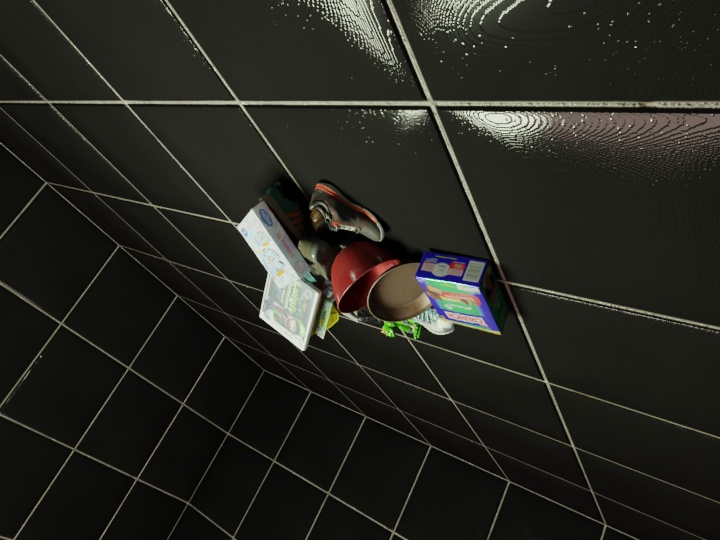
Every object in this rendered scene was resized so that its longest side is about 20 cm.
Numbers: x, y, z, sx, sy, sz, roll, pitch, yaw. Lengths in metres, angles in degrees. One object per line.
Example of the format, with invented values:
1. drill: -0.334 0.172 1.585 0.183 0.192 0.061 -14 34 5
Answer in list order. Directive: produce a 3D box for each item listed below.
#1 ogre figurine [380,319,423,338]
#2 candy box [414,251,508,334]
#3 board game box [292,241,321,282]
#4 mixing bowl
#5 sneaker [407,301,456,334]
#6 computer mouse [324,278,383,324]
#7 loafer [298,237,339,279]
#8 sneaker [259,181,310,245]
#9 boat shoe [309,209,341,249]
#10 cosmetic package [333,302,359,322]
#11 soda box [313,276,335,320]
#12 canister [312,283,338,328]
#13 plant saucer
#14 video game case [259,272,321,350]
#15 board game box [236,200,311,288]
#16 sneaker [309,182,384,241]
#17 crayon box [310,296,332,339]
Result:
1. ogre figurine: 0.123 0.150 1.672 0.116 0.101 0.200 14 -171 13
2. candy box: 0.238 0.052 1.319 0.166 0.078 0.201 10 152 36
3. board game box: -0.198 -0.048 1.525 0.201 0.028 0.134 49 159 -15
4. mixing bowl: 0.000 0.000 1.423 0.110 0.197 0.201 54 167 22
5. sneaker: 0.162 0.113 1.505 0.196 0.080 0.085 20 -178 35
6. computer mouse: -0.027 0.074 1.563 0.199 0.047 0.139 40 161 -20
7. loafer: -0.103 -0.038 1.417 0.068 0.076 0.201 27 167 17
8. sneaker: -0.170 -0.137 1.450 0.071 0.080 0.201 21 155 47
9. boat shoe: -0.094 -0.100 1.468 0.075 0.074 0.201 58 165 18
10. cosmetic package: -0.037 0.073 1.744 0.100 0.072 0.201 27 159 15
11. soda box: -0.119 0.090 1.650 0.063 0.068 0.202 41 125 13
12. canister: -0.157 0.086 1.813 0.202 0.085 0.149 55 169 13
13. plant saucer: 0.106 0.046 1.409 0.201 0.197 0.037 53 -170 -45
14. video game case: -0.199 0.095 1.583 0.180 0.023 0.204 33 124 23
15. board game box: -0.221 -0.058 1.428 0.202 0.041 0.199 56 157 -7
16. sneaker: -0.037 -0.115 1.322 0.197 0.083 0.077 34 159 -6
17. crayon box: -0.180 0.103 1.621 0.197 0.051 0.129 31 122 24
